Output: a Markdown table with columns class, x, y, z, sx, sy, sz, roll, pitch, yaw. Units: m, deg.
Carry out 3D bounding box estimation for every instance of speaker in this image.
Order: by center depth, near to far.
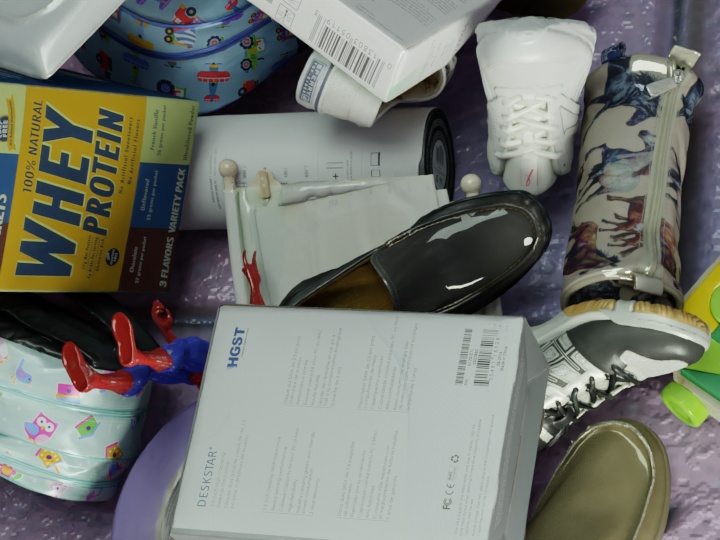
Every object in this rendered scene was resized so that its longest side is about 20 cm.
| class | x | y | z | sx | sy | sz | roll | pitch | yaw |
| --- | --- | --- | --- | --- | --- | --- | --- | --- | --- |
| speaker | -0.041 | -0.069 | 1.736 | 0.199 | 0.081 | 0.081 | -2 | 62 | 18 |

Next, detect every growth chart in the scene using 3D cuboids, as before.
| class | x | y | z | sx | sy | sz | roll | pitch | yaw |
| --- | --- | --- | --- | --- | --- | --- | --- | --- | --- |
| growth chart | 0.000 | 0.000 | 1.683 | 0.199 | 0.018 | 0.145 | 2 | 100 | 18 |

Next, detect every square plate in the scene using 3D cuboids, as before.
| class | x | y | z | sx | sy | sz | roll | pitch | yaw |
| --- | --- | --- | --- | --- | --- | --- | --- | --- | --- |
| square plate | -0.201 | -0.218 | 1.697 | 0.198 | 0.028 | 0.200 | -50 | 37 | -17 |

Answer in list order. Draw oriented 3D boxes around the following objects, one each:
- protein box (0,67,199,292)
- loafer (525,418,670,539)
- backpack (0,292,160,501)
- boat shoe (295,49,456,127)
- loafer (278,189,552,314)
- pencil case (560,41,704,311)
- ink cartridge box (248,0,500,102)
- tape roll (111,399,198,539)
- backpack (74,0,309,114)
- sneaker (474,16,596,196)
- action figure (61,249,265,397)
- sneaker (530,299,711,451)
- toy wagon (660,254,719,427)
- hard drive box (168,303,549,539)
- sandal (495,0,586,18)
| class | x | y | z | sx | sy | sz | roll | pitch | yaw |
| --- | --- | --- | --- | --- | --- | --- | --- | --- | --- |
| protein box | -0.253 | -0.071 | 1.691 | 0.198 | 0.200 | 0.135 | 16 | 99 | 40 |
| loafer | 0.132 | 0.175 | 1.552 | 0.076 | 0.067 | 0.200 | 15 | 68 | 25 |
| backpack | -0.230 | 0.072 | 1.685 | 0.200 | 0.167 | 0.127 | 20 | 104 | 25 |
| boat shoe | 0.029 | -0.139 | 1.709 | 0.070 | 0.200 | 0.071 | 29 | 115 | 14 |
| loafer | 0.031 | 0.010 | 1.628 | 0.200 | 0.072 | 0.073 | -29 | 91 | 19 |
| pencil case | 0.177 | -0.051 | 1.636 | 0.078 | 0.090 | 0.200 | 16 | 55 | -9 |
| ink cartridge box | 0.014 | -0.204 | 1.684 | 0.161 | 0.050 | 0.200 | 37 | 37 | 15 |
| tape roll | -0.051 | 0.174 | 1.604 | 0.199 | 0.085 | 0.201 | -8 | 61 | 15 |
| backpack | -0.110 | -0.212 | 1.783 | 0.200 | 0.135 | 0.182 | -39 | 57 | -24 |
| sneaker | 0.115 | -0.102 | 1.644 | 0.078 | 0.200 | 0.100 | 1 | 76 | 8 |
| action figure | -0.114 | 0.036 | 1.631 | 0.065 | 0.200 | 0.099 | -27 | 68 | 26 |
| sneaker | 0.128 | 0.073 | 1.590 | 0.200 | 0.076 | 0.088 | -10 | 63 | 32 |
| toy wagon | 0.290 | 0.060 | 1.580 | 0.200 | 0.040 | 0.155 | 36 | 78 | 31 |
| hard drive box | 0.001 | 0.107 | 1.527 | 0.199 | 0.077 | 0.156 | 3 | 64 | 19 |
| sandal | 0.075 | -0.228 | 1.793 | 0.200 | 0.080 | 0.054 | 15 | 52 | 23 |
